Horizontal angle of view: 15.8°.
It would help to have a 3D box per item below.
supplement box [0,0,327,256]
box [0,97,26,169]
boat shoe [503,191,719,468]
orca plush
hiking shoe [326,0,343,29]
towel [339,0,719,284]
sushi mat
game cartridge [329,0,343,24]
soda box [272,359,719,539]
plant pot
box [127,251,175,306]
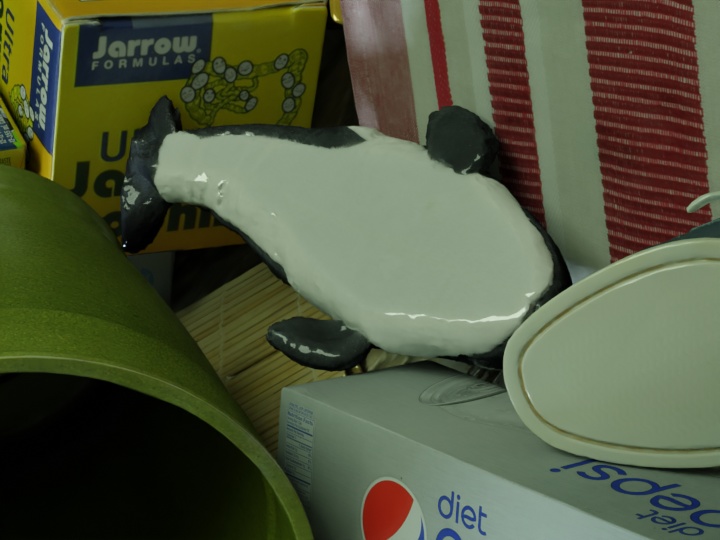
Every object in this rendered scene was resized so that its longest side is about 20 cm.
[{"bbox_3d":[-0.105,-0.103,1.055,0.200,0.109,0.110,-126,37,-49],"label":"supplement box"},{"bbox_3d":[-0.195,-0.073,1.045,0.200,0.070,0.064,-124,32,-46],"label":"box"},{"bbox_3d":[0.140,0.003,0.782,0.200,0.075,0.062,-23,13,17],"label":"boat shoe"},{"bbox_3d":[0.000,0.000,0.923,0.200,0.071,0.105,5,63,33],"label":"orca plush"},{"bbox_3d":[0.024,-0.164,1.006,0.200,0.101,0.076,-23,47,31],"label":"hiking shoe"},{"bbox_3d":[0.066,-0.061,0.881,0.023,0.144,0.200,-25,27,-34],"label":"towel"},{"bbox_3d":[-0.081,0.060,1.021,0.200,0.012,0.096,-30,47,28],"label":"sushi mat"},{"bbox_3d":[0.064,-0.177,0.903,0.176,0.200,0.032,8,27,26],"label":"game cartridge"},{"bbox_3d":[0.058,0.085,0.811,0.200,0.068,0.063,19,111,50],"label":"soda box"},{"bbox_3d":[-0.130,0.061,0.887,0.200,0.200,0.193,-43,31,14],"label":"plant pot"},{"bbox_3d":[-0.181,-0.044,1.096,0.200,0.156,0.041,-123,31,-48],"label":"box"}]
